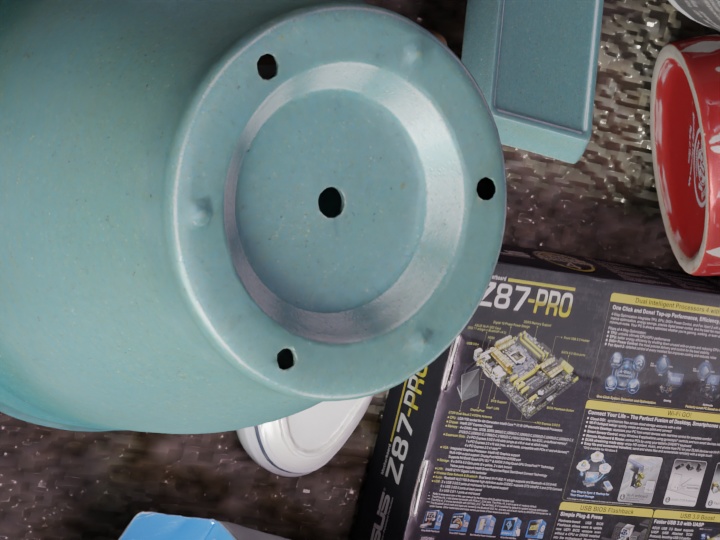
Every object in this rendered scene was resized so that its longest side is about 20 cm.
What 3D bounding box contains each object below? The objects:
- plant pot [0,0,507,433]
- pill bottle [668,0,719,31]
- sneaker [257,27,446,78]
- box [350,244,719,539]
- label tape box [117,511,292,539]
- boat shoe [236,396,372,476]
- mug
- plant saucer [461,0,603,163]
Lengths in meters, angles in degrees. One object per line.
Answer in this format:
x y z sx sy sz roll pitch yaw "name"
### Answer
-0.053 -0.030 0.981 0.200 0.188 0.200 -3 96 -31 "plant pot"
0.191 -0.152 1.173 0.113 0.200 0.113 -8 106 -29 "pill bottle"
-0.054 -0.039 1.140 0.200 0.070 0.109 -13 106 -20 "sneaker"
0.104 0.076 1.284 0.200 0.049 0.161 7 104 -32 "box"
-0.040 0.193 1.198 0.200 0.066 0.143 17 116 -35 "label tape box"
0.000 0.000 1.187 0.073 0.067 0.200 12 99 -33 "boat shoe"
0.244 -0.040 1.250 0.200 0.133 0.178 -6 91 -7 "mug"
0.081 -0.151 1.179 0.070 0.019 0.200 13 79 -33 "plant saucer"
